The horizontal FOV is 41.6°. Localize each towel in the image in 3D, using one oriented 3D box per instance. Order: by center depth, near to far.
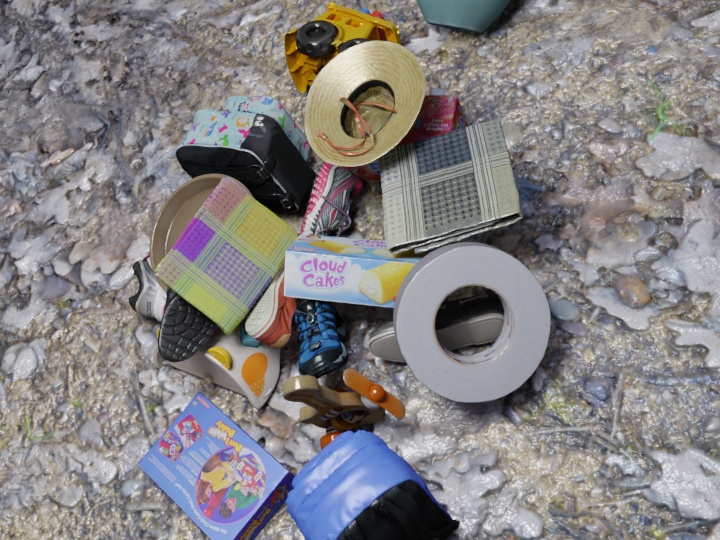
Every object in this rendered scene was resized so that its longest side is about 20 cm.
[{"bbox_3d":[0.118,-0.113,1.304,0.190,0.035,0.202,-14,48,13],"label":"towel"},{"bbox_3d":[-0.183,-0.024,1.332,0.023,0.143,0.201,-33,21,56],"label":"towel"}]

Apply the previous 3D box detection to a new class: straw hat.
[{"bbox_3d":[0.016,-0.224,1.380,0.199,0.085,0.204,-9,65,21],"label":"straw hat"}]

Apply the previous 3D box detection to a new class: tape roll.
[{"bbox_3d":[0.143,0.066,1.229,0.197,0.066,0.203,0,96,-2],"label":"tape roll"}]

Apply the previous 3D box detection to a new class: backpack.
[{"bbox_3d":[-0.005,0.287,1.145,0.163,0.200,0.168,-45,56,-8],"label":"backpack"},{"bbox_3d":[-0.185,-0.183,1.500,0.198,0.178,0.152,0,58,33],"label":"backpack"}]

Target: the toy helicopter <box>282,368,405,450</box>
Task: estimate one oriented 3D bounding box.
[{"bbox_3d":[-0.028,0.170,1.220,0.131,0.200,0.080,-18,63,22],"label":"toy helicopter"}]

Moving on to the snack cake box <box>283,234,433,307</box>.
[{"bbox_3d":[0.000,0.000,1.325,0.197,0.115,0.068,5,106,6],"label":"snack cake box"}]

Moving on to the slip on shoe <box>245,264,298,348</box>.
[{"bbox_3d":[-0.121,0.042,1.372,0.074,0.061,0.201,-39,24,22],"label":"slip on shoe"}]

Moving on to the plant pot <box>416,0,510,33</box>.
[{"bbox_3d":[0.163,-0.462,1.538,0.198,0.199,0.137,18,104,28],"label":"plant pot"}]

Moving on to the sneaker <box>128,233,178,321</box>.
[{"bbox_3d":[-0.318,-0.013,1.512,0.086,0.074,0.202,3,67,15],"label":"sneaker"}]

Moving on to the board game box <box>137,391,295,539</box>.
[{"bbox_3d":[-0.199,0.280,1.316,0.199,0.045,0.135,34,77,33],"label":"board game box"}]

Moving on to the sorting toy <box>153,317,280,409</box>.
[{"bbox_3d":[-0.191,0.082,1.413,0.198,0.108,0.180,16,49,28],"label":"sorting toy"}]

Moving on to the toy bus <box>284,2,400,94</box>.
[{"bbox_3d":[0.003,-0.362,1.572,0.199,0.137,0.192,25,57,28],"label":"toy bus"}]

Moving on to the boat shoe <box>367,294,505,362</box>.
[{"bbox_3d":[0.107,0.078,1.311,0.197,0.067,0.057,-11,39,8],"label":"boat shoe"}]

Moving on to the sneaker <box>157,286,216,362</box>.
[{"bbox_3d":[-0.243,0.041,1.348,0.087,0.075,0.202,-23,44,53],"label":"sneaker"}]

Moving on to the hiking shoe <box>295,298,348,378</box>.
[{"bbox_3d":[-0.065,0.087,1.294,0.074,0.087,0.200,-27,14,5],"label":"hiking shoe"}]

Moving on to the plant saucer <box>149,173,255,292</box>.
[{"bbox_3d":[-0.231,-0.046,1.430,0.198,0.029,0.203,-7,74,24],"label":"plant saucer"}]

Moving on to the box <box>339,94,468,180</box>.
[{"bbox_3d":[0.060,-0.203,1.462,0.198,0.100,0.096,3,64,23],"label":"box"}]

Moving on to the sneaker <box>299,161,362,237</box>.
[{"bbox_3d":[-0.052,-0.068,1.446,0.074,0.081,0.202,17,74,-5],"label":"sneaker"}]
